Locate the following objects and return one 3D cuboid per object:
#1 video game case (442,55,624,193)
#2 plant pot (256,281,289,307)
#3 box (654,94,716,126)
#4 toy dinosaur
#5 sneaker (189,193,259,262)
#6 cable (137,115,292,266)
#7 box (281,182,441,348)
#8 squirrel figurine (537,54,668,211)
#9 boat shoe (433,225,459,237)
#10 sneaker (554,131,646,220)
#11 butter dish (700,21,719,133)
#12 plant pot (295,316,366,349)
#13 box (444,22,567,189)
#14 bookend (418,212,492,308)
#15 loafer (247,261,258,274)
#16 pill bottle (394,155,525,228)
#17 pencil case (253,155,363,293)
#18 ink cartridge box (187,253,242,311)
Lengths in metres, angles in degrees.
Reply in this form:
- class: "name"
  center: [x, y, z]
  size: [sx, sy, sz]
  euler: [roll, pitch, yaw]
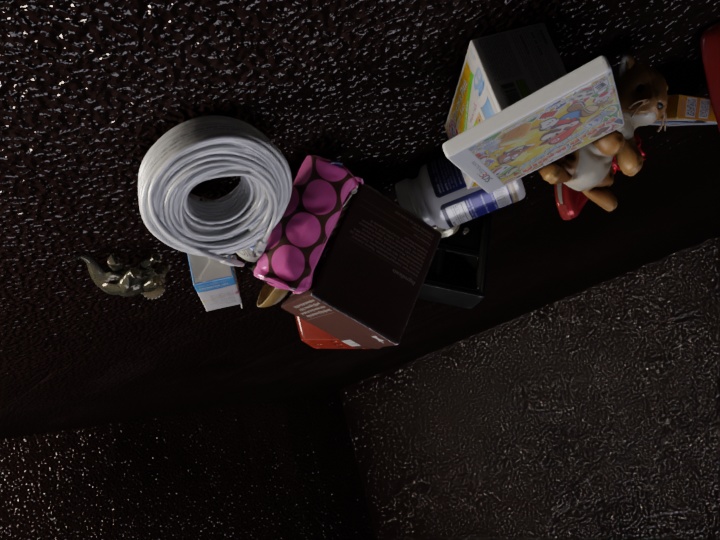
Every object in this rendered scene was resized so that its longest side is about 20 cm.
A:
- class: "video game case"
  center: [0.219, -0.168, 0.764]
  size: [0.198, 0.023, 0.181]
  euler: [-27, 162, 22]
- class: "plant pot"
  center: [-0.113, -0.022, 1.037]
  size: [0.027, 0.202, 0.200]
  euler: [30, 146, -13]
- class: "box"
  center: [0.527, -0.264, 1.028]
  size: [0.197, 0.042, 0.118]
  euler: [-3, -169, -33]
- class: "toy dinosaur"
  center: [-0.400, 0.016, 1.058]
  size: [0.198, 0.078, 0.102]
  euler: [-3, 152, -47]
- class: "sneaker"
  center: [-0.209, -0.079, 0.927]
  size: [0.073, 0.072, 0.199]
  euler: [-45, 136, 15]
- class: "cable"
  center: [-0.185, -0.104, 0.801]
  size: [0.198, 0.070, 0.200]
  euler: [14, 127, -41]
- class: "box"
  center: [0.000, 0.000, 1.006]
  size: [0.163, 0.203, 0.165]
  euler: [30, 160, -17]
- class: "squirrel figurine"
  center: [0.346, -0.220, 0.898]
  size: [0.140, 0.201, 0.188]
  euler: [21, 121, -19]
- class: "boat shoe"
  center: [0.092, -0.093, 1.206]
  size: [0.196, 0.073, 0.065]
  euler: [-7, 139, 19]
- class: "sneaker"
  center: [0.388, -0.170, 0.991]
  size: [0.114, 0.202, 0.078]
  euler: [1, 148, 40]
- class: "butter dish"
  center: [0.606, -0.288, 0.931]
  size: [0.196, 0.203, 0.148]
  euler: [-18, -173, 9]
- class: "plant pot"
  center: [-0.044, 0.070, 1.306]
  size: [0.196, 0.180, 0.200]
  euler: [-1, 166, 8]
- class: "box"
  center: [0.191, -0.211, 0.831]
  size: [0.100, 0.114, 0.200]
  euler: [-15, 162, -7]
- class: "bookend"
  center: [0.159, -0.045, 1.270]
  size: [0.195, 0.203, 0.092]
  euler: [12, 161, -4]
- class: "loafer"
  center: [-0.148, -0.065, 1.043]
  size: [0.068, 0.076, 0.200]
  euler: [28, 133, -16]
- class: "pill bottle"
  center: [0.165, -0.139, 1.034]
  size: [0.197, 0.118, 0.116]
  euler: [-21, 163, 15]
- class: "pencil case"
  center: [-0.076, -0.065, 0.895]
  size: [0.092, 0.203, 0.091]
  euler: [25, -177, 2]
- class: "ink cartridge box"
  center: [-0.252, -0.004, 1.064]
  size: [0.067, 0.117, 0.200]
  euler: [-13, 163, -10]
